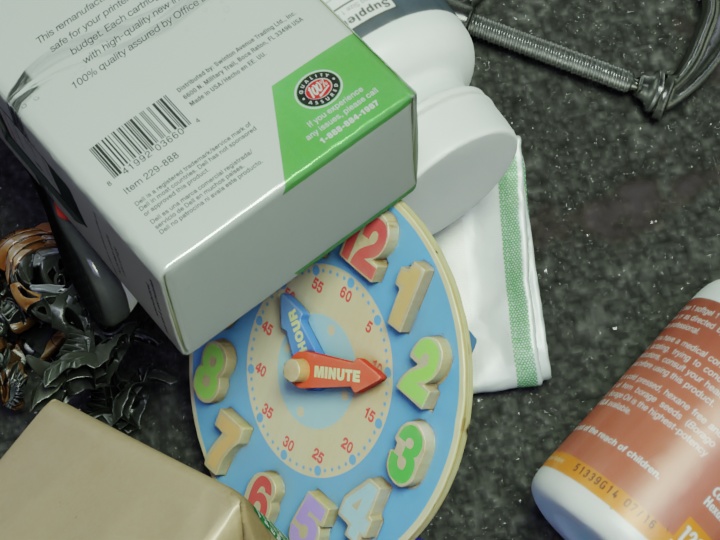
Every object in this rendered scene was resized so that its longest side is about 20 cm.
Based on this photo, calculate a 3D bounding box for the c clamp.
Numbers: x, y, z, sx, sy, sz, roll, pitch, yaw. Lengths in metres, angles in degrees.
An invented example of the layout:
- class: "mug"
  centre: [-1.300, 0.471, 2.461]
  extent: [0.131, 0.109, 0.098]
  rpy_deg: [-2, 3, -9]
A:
- class: "c clamp"
  centre: [0.116, -0.145, 1.058]
  extent: [0.199, 0.027, 0.172]
  rpy_deg: [15, 79, 3]

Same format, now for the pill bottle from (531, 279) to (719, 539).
- class: "pill bottle"
  centre: [0.192, 0.078, 0.971]
  extent: [0.112, 0.112, 0.200]
  rpy_deg: [42, 80, 6]

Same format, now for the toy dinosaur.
- class: "toy dinosaur"
  centre: [-0.170, 0.021, 0.982]
  extent: [0.200, 0.102, 0.136]
  rpy_deg: [-42, 63, 8]

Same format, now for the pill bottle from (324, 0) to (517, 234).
- class: "pill bottle"
  centre: [-0.009, -0.116, 0.981]
  extent: [0.119, 0.120, 0.200]
  rpy_deg: [-33, 70, -8]

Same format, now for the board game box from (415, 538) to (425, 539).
- class: "board game box"
  centre: [0.039, 0.205, 0.901]
  extent: [0.151, 0.200, 0.045]
  rpy_deg: [15, 115, 0]

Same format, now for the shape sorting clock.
- class: "shape sorting clock"
  centre: [-0.022, 0.050, 0.925]
  extent: [0.039, 0.199, 0.201]
  rpy_deg: [6, 73, -46]

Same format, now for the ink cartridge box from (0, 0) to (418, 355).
- class: "ink cartridge box"
  centre: [-0.089, -0.086, 0.874]
  extent: [0.146, 0.084, 0.200]
  rpy_deg: [-36, 65, -15]

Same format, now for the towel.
- class: "towel"
  centre: [0.000, 0.000, 1.021]
  extent: [0.199, 0.031, 0.150]
  rpy_deg: [-6, 78, -3]

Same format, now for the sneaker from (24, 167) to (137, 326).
- class: "sneaker"
  centre: [-0.117, -0.057, 0.967]
  extent: [0.107, 0.068, 0.202]
  rpy_deg: [-19, 39, -11]

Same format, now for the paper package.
- class: "paper package"
  centre: [-0.126, 0.176, 0.841]
  extent: [0.103, 0.200, 0.191]
  rpy_deg: [45, 74, -31]
